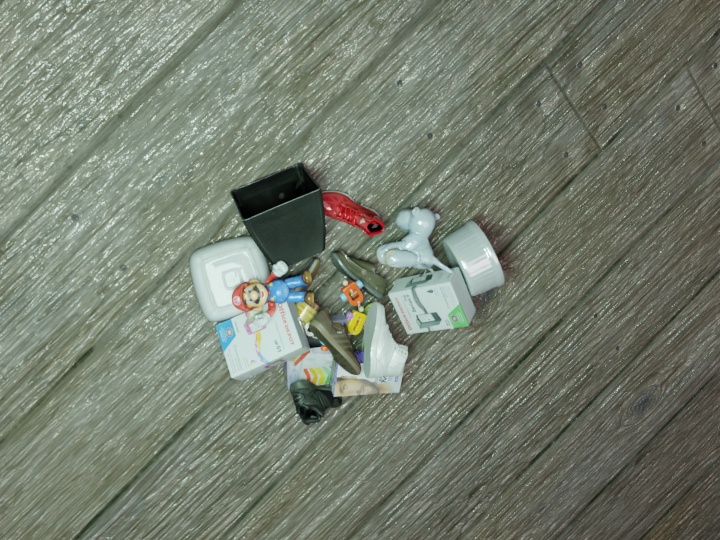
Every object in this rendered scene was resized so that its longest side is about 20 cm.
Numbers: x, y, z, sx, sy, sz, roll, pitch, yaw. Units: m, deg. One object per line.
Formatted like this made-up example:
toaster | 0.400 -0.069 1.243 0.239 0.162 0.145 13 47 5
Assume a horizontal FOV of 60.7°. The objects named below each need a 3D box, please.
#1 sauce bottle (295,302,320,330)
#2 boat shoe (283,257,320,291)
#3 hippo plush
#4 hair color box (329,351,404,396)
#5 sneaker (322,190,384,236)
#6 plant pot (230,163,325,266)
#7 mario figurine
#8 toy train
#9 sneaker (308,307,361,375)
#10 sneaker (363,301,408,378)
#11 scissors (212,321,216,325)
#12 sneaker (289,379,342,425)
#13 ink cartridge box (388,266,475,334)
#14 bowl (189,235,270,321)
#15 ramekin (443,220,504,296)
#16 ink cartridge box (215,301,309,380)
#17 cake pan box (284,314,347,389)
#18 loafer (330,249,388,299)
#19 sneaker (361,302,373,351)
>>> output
sauce bottle | -0.184 0.161 1.623 0.066 0.066 0.201 35 84 -23
boat shoe | -0.181 0.043 1.641 0.064 0.072 0.201 35 93 10
hippo plush | 0.134 -0.090 1.643 0.158 0.199 0.163 2 98 -40
hair color box | 0.018 0.286 1.714 0.197 0.065 0.111 0 118 -16
sneaker | -0.021 -0.150 1.606 0.197 0.116 0.079 15 101 -20
plant pot | -0.190 -0.123 1.531 0.198 0.200 0.179 -23 122 -10
mario figurine | -0.212 0.057 1.475 0.197 0.125 0.107 -10 139 -4
toy train | -0.059 0.120 1.656 0.200 0.056 0.151 -41 116 -8
sneaker | -0.048 0.185 1.603 0.076 0.070 0.201 -49 114 -28
sneaker | 0.073 0.186 1.651 0.114 0.074 0.203 3 94 -21
scissors | -0.311 0.067 1.607 0.072 0.014 0.202 27 82 -9
sneaker | -0.117 0.381 1.710 0.076 0.116 0.199 -27 147 22
ink cartridge box | 0.198 0.087 1.700 0.198 0.084 0.147 -13 115 34
bowl | -0.327 0.021 1.561 0.197 0.075 0.203 -16 94 -11
ramekin | 0.309 -0.028 1.704 0.097 0.201 0.202 -27 112 0
ink cartridge box | -0.245 0.170 1.554 0.198 0.085 0.146 -24 73 3
cake pan box | -0.122 0.222 1.721 0.181 0.052 0.203 -3 106 -18
loafer | 0.000 0.000 1.689 0.199 0.075 0.070 40 80 -28
sneaker | 0.045 0.197 1.747 0.073 0.081 0.203 -10 108 -14
